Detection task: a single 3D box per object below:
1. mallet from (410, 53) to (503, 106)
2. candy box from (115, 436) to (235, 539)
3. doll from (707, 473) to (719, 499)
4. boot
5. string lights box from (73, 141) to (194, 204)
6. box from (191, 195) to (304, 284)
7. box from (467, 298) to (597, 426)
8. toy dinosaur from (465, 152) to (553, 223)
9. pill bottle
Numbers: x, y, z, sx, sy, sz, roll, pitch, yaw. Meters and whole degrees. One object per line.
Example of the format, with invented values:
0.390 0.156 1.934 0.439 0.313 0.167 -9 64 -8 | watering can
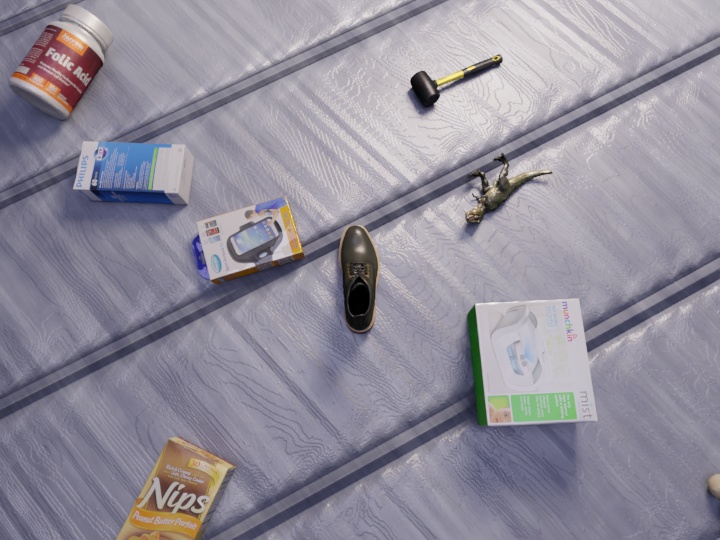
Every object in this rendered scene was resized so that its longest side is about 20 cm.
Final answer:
0.202 -0.387 1.044 0.200 0.041 0.066 -17 75 -7 | mallet
-0.306 0.392 0.847 0.115 0.055 0.200 24 78 7 | candy box
0.645 0.410 0.824 0.136 0.048 0.200 -42 79 -10 | doll
0.000 0.000 0.896 0.077 0.138 0.200 -7 75 -1 | boot
-0.433 -0.188 0.995 0.200 0.059 0.103 3 75 2 | string lights box
-0.216 -0.054 0.966 0.200 0.041 0.119 -17 76 -5 | box
0.283 0.157 0.873 0.176 0.097 0.200 -2 75 3 | box
0.261 -0.166 0.981 0.200 0.047 0.088 -34 92 -7 | toy dinosaur
-0.587 -0.414 1.027 0.114 0.114 0.200 24 78 7 | pill bottle
